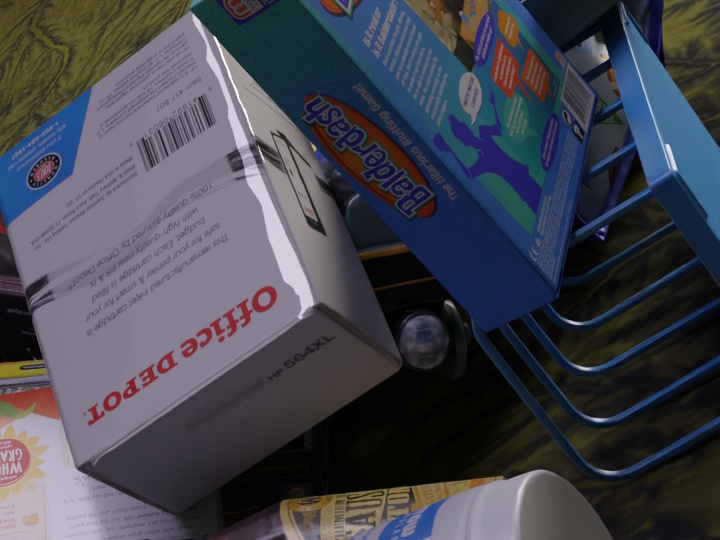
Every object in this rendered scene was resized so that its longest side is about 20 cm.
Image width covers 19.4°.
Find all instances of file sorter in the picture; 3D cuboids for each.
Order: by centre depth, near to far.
[{"bbox_3d":[0.125,-0.013,1.043,0.122,0.139,0.200,-33,26,16],"label":"file sorter"}]

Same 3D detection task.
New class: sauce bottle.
[{"bbox_3d":[-0.012,0.135,0.965,0.199,0.066,0.066,-7,30,4],"label":"sauce bottle"}]

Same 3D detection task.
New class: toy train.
[{"bbox_3d":[0.000,0.000,1.131,0.085,0.115,0.200,-9,9,-16],"label":"toy train"}]

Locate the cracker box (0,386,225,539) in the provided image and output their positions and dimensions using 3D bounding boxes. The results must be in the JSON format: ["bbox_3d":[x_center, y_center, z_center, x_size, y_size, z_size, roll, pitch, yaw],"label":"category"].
[{"bbox_3d":[-0.132,0.151,1.040,0.133,0.058,0.201,-8,52,-1],"label":"cracker box"}]

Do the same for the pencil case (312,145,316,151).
[{"bbox_3d":[-0.079,-0.029,1.236,0.088,0.089,0.200,-17,5,34],"label":"pencil case"}]

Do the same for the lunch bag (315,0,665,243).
[{"bbox_3d":[0.084,-0.101,1.256,0.169,0.124,0.201,-13,42,39],"label":"lunch bag"}]

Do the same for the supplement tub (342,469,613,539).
[{"bbox_3d":[0.010,0.175,0.872,0.199,0.132,0.132,-25,28,22],"label":"supplement tub"}]

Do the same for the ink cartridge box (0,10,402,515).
[{"bbox_3d":[-0.085,-0.004,1.033,0.146,0.084,0.201,-34,53,16],"label":"ink cartridge box"}]

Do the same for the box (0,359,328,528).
[{"bbox_3d":[-0.117,0.096,1.169,0.199,0.038,0.137,-5,31,2],"label":"box"}]

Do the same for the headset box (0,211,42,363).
[{"bbox_3d":[-0.180,0.016,1.348,0.148,0.075,0.200,9,26,-10],"label":"headset box"}]

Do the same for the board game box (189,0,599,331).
[{"bbox_3d":[0.022,-0.094,0.923,0.045,0.200,0.153,-27,28,32],"label":"board game box"}]

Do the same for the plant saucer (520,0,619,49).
[{"bbox_3d":[0.089,-0.136,1.099,0.200,0.036,0.200,-38,9,7],"label":"plant saucer"}]
